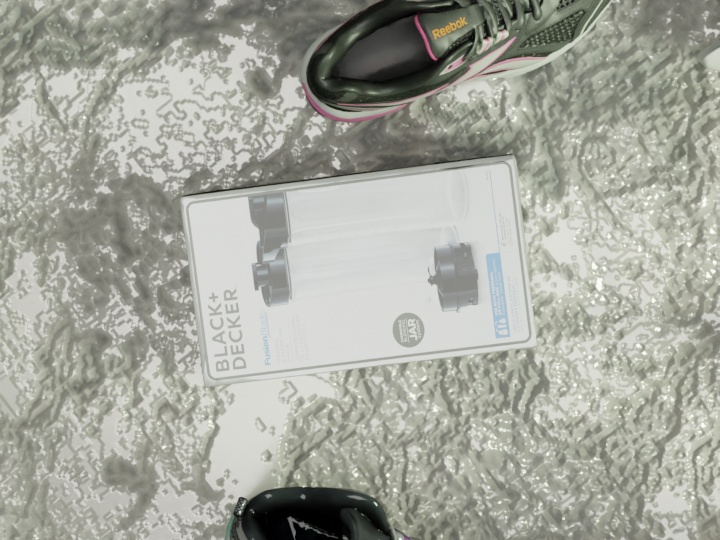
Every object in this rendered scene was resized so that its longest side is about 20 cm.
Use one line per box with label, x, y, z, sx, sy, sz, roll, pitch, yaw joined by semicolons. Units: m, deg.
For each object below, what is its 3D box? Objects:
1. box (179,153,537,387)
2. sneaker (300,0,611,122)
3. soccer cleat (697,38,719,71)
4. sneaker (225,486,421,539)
box;0.000;0.000;1.081;0.198;0.060;0.118;-6;94;5
sneaker;0.058;-0.138;1.052;0.199;0.086;0.081;-29;93;5
soccer cleat;0.226;-0.209;1.045;0.085;0.069;0.202;-4;99;1
sneaker;0.015;0.176;1.047;0.199;0.140;0.078;16;72;2
